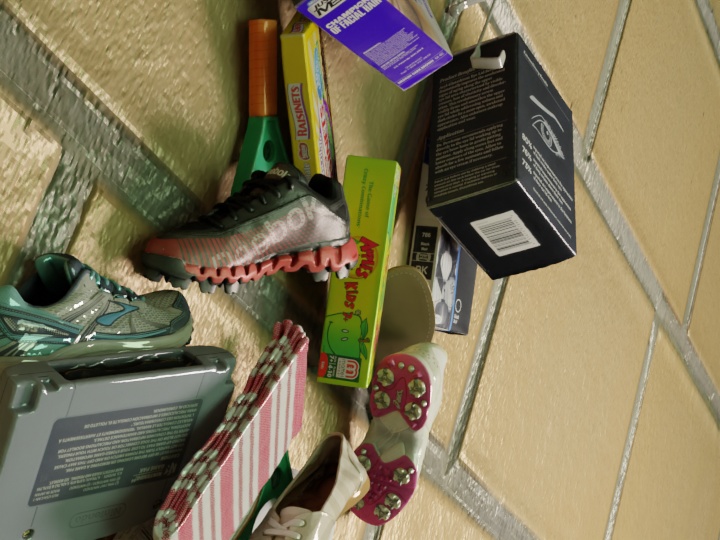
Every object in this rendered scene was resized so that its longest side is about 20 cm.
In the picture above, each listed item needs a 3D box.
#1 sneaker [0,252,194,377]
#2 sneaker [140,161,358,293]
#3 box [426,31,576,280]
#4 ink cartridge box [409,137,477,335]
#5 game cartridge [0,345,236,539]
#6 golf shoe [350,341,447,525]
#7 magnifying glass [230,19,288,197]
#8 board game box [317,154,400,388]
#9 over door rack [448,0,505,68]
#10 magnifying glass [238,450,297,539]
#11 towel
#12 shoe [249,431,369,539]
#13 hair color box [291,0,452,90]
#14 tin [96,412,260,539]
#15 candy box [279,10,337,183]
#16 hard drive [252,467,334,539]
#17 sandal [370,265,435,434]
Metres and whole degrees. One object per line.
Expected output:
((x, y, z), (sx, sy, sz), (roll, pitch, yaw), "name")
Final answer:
((-0.188, 0.028, 0.922), (0.200, 0.077, 0.087), (-19, 106, -57), "sneaker")
((-0.087, -0.036, 1.052), (0.199, 0.071, 0.099), (-9, 107, -37), "sneaker")
((0.150, -0.119, 1.381), (0.148, 0.104, 0.201), (45, 39, -43), "box")
((0.093, -0.035, 1.421), (0.099, 0.039, 0.202), (14, 81, -58), "ink cartridge box")
((-0.176, 0.120, 0.895), (0.199, 0.041, 0.134), (-2, 122, -53), "game cartridge")
((0.042, 0.158, 1.286), (0.091, 0.075, 0.201), (-38, 150, -57), "golf shoe")
((-0.081, -0.110, 1.120), (0.079, 0.022, 0.202), (-14, 105, -58), "magnifying glass")
((0.000, 0.000, 1.207), (0.102, 0.047, 0.202), (-28, 125, -87), "board game box")
((0.104, -0.318, 1.359), (0.201, 0.066, 0.148), (-82, 156, -50), "over door rack")
((-0.076, 0.169, 1.131), (0.079, 0.022, 0.202), (5, 91, -59), "magnifying glass")
((-0.097, 0.147, 0.982), (0.200, 0.030, 0.147), (-56, 164, -33), "towel")
((-0.052, 0.202, 1.094), (0.200, 0.069, 0.054), (-46, 132, -57), "shoe")
((-0.001, -0.250, 1.169), (0.200, 0.065, 0.110), (23, 41, -57), "hair color box")
((-0.147, 0.196, 1.021), (0.200, 0.042, 0.112), (-55, 132, -33), "tin")
((-0.041, -0.119, 1.150), (0.102, 0.026, 0.202), (-70, 157, -64), "candy box")
((-0.087, 0.236, 1.164), (0.200, 0.026, 0.133), (36, 63, -56), "hard drive")
((0.037, 0.075, 1.334), (0.070, 0.077, 0.213), (-96, -179, -62), "sandal")
